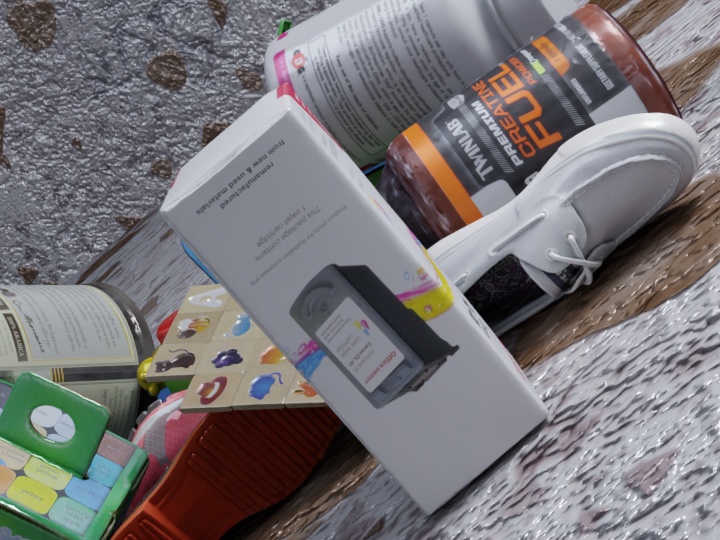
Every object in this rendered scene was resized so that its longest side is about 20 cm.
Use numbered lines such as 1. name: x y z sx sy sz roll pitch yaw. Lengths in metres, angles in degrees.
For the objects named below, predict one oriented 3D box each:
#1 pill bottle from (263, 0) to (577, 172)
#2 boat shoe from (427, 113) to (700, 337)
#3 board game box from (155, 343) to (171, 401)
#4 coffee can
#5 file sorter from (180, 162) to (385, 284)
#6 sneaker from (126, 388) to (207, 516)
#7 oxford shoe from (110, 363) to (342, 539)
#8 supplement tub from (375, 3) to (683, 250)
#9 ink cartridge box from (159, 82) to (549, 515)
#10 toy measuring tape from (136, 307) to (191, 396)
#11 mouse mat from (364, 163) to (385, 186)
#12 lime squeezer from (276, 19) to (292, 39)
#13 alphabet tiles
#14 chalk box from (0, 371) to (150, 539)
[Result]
1. pill bottle: 0.044 -0.152 1.186 0.200 0.113 0.113 -26 16 23
2. boat shoe: 0.105 -0.013 0.961 0.200 0.072 0.069 -29 37 27
3. board game box: -0.151 0.131 1.302 0.200 0.039 0.158 -37 38 33
4. coffee can: -0.268 0.081 1.235 0.200 0.147 0.146 1 -25 -44
5. file sorter: -0.038 -0.045 1.407 0.123 0.139 0.200 -51 14 -30
6. sneaker: -0.089 0.110 1.144 0.200 0.074 0.087 -47 30 13
7. oxford shoe: -0.088 0.127 1.075 0.200 0.071 0.073 -43 6 -1
8. supplement tub: 0.090 -0.066 1.053 0.200 0.107 0.107 -36 11 2
9. ink cartridge box: -0.005 0.009 0.883 0.086 0.200 0.148 -41 11 4
10. toy measuring tape: -0.079 0.044 1.187 0.200 0.074 0.074 -26 16 26
11. mouse mat: 0.000 0.000 1.196 0.200 0.008 0.161 -26 48 46
12. lime squeezer: -0.054 -0.083 1.258 0.038 0.200 0.071 -3 -26 -24
13. alphabet tiles: -0.027 0.033 1.074 0.200 0.006 0.167 -4 33 16
14. chalk box: -0.221 0.160 1.090 0.124 0.124 0.200 -64 -1 -64
